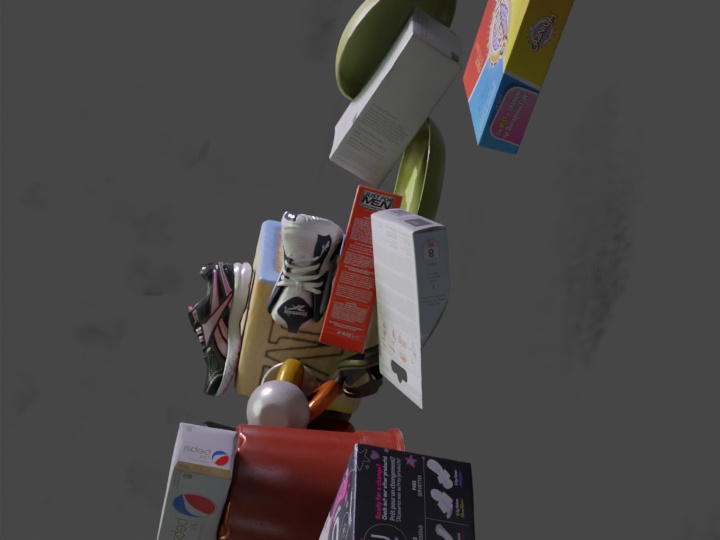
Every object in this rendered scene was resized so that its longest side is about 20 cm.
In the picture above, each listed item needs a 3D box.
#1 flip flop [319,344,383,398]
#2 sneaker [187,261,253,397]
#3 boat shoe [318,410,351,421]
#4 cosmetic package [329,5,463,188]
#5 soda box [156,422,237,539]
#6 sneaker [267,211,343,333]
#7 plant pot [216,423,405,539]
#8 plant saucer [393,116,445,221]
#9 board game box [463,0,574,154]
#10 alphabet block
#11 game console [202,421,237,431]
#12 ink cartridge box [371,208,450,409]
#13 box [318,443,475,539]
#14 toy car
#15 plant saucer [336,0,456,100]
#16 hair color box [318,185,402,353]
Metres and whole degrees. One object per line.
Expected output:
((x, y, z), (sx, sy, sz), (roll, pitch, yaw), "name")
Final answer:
((-0.002, 0.148, 1.422), (0.058, 0.080, 0.200), (63, 151, 13), "flip flop")
((-0.216, 0.081, 1.539), (0.080, 0.085, 0.202), (179, 101, -83), "sneaker")
((-0.050, 0.209, 1.644), (0.201, 0.070, 0.071), (-77, 10, -59), "boat shoe")
((0.046, -0.220, 1.330), (0.201, 0.081, 0.113), (-56, 14, 26), "cosmetic package")
((-0.191, 0.261, 1.204), (0.201, 0.067, 0.064), (110, 168, -45), "soda box")
((-0.074, 0.012, 1.336), (0.199, 0.079, 0.131), (102, -179, -74), "sneaker")
((-0.065, 0.271, 1.240), (0.201, 0.193, 0.203), (-169, 90, -81), "plant pot")
((0.074, -0.100, 1.351), (0.200, 0.031, 0.202), (-169, 90, -82), "plant saucer")
((0.152, -0.235, 0.987), (0.154, 0.040, 0.202), (-92, 16, -56), "board game box")
((-0.075, 0.068, 1.571), (0.196, 0.194, 0.202), (-92, 16, -62), "alphabet block")
((-0.156, 0.341, 1.645), (0.116, 0.199, 0.178), (-11, 65, 44), "game console")
((0.059, 0.038, 1.214), (0.162, 0.056, 0.202), (-148, 49, -71), "ink cartridge box")
((0.021, 0.273, 0.948), (0.133, 0.113, 0.201), (-89, 13, -47), "box")
((-0.087, 0.227, 1.398), (0.175, 0.149, 0.202), (-66, -2, -80), "toy car")
((0.041, -0.311, 1.370), (0.031, 0.199, 0.201), (49, 144, 23), "plant saucer")
((0.000, 0.000, 1.334), (0.102, 0.061, 0.202), (114, 171, -87), "hair color box")
